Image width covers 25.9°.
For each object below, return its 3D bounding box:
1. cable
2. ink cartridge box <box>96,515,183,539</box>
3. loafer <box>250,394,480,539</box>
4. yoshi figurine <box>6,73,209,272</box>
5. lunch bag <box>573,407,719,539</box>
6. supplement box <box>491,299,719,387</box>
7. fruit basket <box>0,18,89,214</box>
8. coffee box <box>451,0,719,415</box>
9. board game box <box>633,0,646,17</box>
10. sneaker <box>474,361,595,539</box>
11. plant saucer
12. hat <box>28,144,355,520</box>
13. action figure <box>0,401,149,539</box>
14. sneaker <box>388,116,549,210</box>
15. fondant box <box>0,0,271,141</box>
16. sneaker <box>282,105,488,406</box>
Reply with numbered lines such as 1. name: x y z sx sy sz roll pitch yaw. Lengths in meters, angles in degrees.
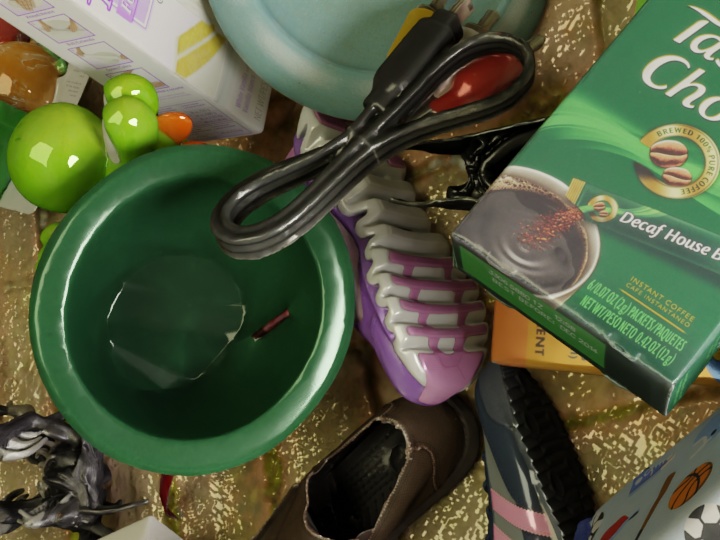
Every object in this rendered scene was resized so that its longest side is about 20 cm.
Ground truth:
1. cable: 0.017 -0.066 0.792 0.097 0.050 0.200 31 73 33
2. ink cartridge box: -0.163 0.259 0.896 0.146 0.083 0.200 -27 34 28
3. loafer: -0.020 0.140 0.884 0.073 0.071 0.200 47 109 28
4. yoshi figurine: -0.149 -0.030 0.905 0.112 0.112 0.200 41 148 32
5. lunch bag: 0.215 0.150 0.688 0.200 0.124 0.170 41 119 -2
6. supplement box: 0.168 0.024 0.779 0.200 0.069 0.067 3 87 30
7. fruit basket: -0.245 -0.146 1.069 0.185 0.094 0.200 15 77 33
8. coffee box: 0.146 -0.049 0.699 0.123 0.044 0.200 36 74 20
9. board game box: 0.174 -0.087 0.752 0.095 0.030 0.200 8 64 10
10. sneaker: 0.082 0.147 0.818 0.082 0.070 0.200 -26 70 26
11. plant saucer: 0.011 -0.183 0.861 0.200 0.027 0.201 0 89 -3
12. hat: -0.104 0.029 0.898 0.166 0.176 0.200 40 86 -6
13. action figure: -0.227 0.126 0.997 0.200 0.102 0.119 30 133 34
14. sneaker: 0.123 -0.044 0.792 0.199 0.104 0.060 3 87 34
15. fondant box: -0.122 -0.180 0.884 0.058 0.200 0.145 -4 67 36
16. sneaker: 0.000 0.000 0.885 0.088 0.080 0.200 -45 54 28
